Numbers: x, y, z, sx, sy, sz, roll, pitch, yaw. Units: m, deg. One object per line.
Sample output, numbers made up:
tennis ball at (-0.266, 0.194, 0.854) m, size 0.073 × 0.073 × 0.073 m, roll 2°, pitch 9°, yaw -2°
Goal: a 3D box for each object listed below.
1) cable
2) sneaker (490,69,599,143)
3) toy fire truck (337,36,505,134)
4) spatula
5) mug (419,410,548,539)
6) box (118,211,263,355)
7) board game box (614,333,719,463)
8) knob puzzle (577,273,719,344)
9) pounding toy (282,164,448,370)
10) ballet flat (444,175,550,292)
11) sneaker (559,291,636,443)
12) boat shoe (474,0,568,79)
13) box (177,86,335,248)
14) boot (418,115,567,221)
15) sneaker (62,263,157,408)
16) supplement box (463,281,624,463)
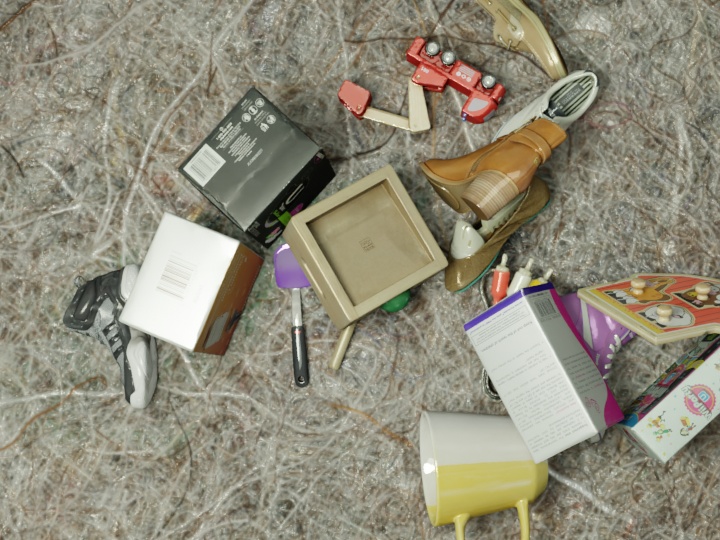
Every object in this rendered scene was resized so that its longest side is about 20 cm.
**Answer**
cable at (0.188, 0.075, 1.581) m, size 0.097 × 0.050 × 0.200 m, roll 18°, pitch 88°, yaw 17°
sneaker at (0.246, -0.204, 1.590) m, size 0.073 × 0.071 × 0.200 m, roll 42°, pitch 89°, yaw 6°
toy fire truck at (0.084, -0.242, 1.615) m, size 0.200 × 0.049 × 0.141 m, roll 31°, pitch 88°, yaw 5°
spatula at (-0.088, 0.062, 1.614) m, size 0.056 × 0.021 × 0.201 m, roll -4°, pitch 86°, yaw 2°
mug at (0.164, 0.272, 1.529) m, size 0.153 × 0.149 × 0.187 m, roll -4°, pitch 90°, yaw -5°
box at (-0.217, 0.023, 1.536) m, size 0.106 × 0.200 × 0.153 m, roll 22°, pitch 87°, yaw 6°
board game box at (0.430, 0.155, 1.511) m, size 0.200 × 0.148 × 0.064 m, roll -44°, pitch 86°, yaw -1°
knob puzzle at (0.413, 0.032, 1.508) m, size 0.219 × 0.220 × 0.031 m, roll -1°, pitch 111°, yaw 3°
pounding toy at (0.000, 0.000, 1.572) m, size 0.184 × 0.142 × 0.200 m, roll -29°, pitch 86°, yaw -14°
ballet flat at (0.174, -0.060, 1.578) m, size 0.200 × 0.068 × 0.072 m, roll -43°, pitch 128°, yaw -1°
sneaker at (0.324, 0.124, 1.560) m, size 0.114 × 0.073 × 0.201 m, roll -13°, pitch 85°, yaw -1°
boat shoe at (0.215, -0.332, 1.603) m, size 0.064 × 0.071 × 0.200 m, roll -35°, pitch 67°, yaw 12°
box at (-0.132, -0.130, 1.543) m, size 0.124 × 0.200 × 0.149 m, roll 43°, pitch 89°, yaw 7°
boot at (0.172, -0.151, 1.546) m, size 0.155 × 0.200 × 0.077 m, roll -45°, pitch 113°, yaw -7°
sneaker at (-0.345, 0.095, 1.603) m, size 0.114 × 0.075 × 0.201 m, roll -7°, pitch 79°, yaw 4°
supplement box at (0.235, 0.129, 1.486) m, size 0.103 × 0.101 × 0.200 m, roll -35°, pitch 75°, yaw 30°
